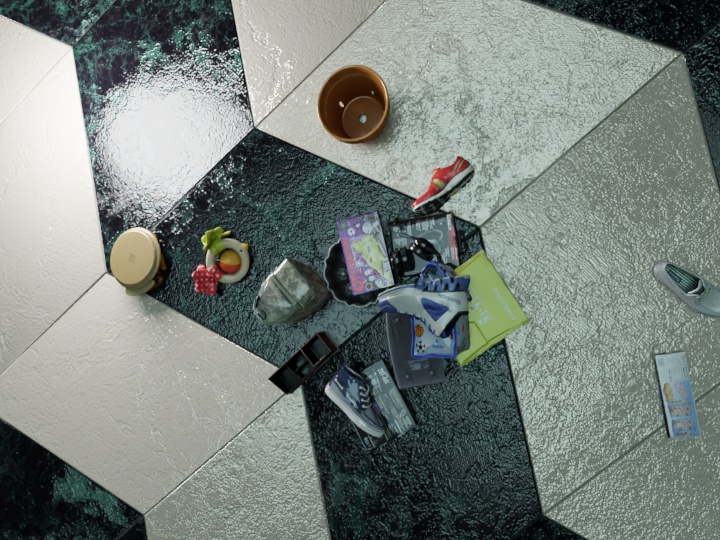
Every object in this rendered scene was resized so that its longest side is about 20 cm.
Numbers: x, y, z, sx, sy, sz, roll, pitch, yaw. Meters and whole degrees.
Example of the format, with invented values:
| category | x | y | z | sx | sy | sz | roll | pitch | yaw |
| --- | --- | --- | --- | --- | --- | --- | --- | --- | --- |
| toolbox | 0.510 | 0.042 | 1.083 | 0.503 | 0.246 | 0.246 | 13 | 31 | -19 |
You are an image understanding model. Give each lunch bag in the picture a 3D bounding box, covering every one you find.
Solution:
| category | x | y | z | sx | sy | sz | roll | pitch | yaw |
| --- | --- | --- | --- | --- | --- | --- | --- | --- | --- |
| lunch bag | 0.182 | 0.085 | 1.216 | 0.121 | 0.169 | 0.206 | -4 | 86 | 20 |
| lunch bag | -0.192 | 0.073 | 1.495 | 0.139 | 0.200 | 0.168 | 44 | 96 | 12 |

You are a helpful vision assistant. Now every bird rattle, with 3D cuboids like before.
| category | x | y | z | sx | sy | sz | roll | pitch | yaw |
| --- | --- | --- | --- | --- | --- | --- | --- | --- | --- |
| bird rattle | -0.407 | -0.023 | 1.607 | 0.159 | 0.113 | 0.205 | 8 | 92 | -3 |

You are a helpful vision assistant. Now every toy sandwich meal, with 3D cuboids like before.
| category | x | y | z | sx | sy | sz | roll | pitch | yaw |
| --- | --- | --- | --- | --- | --- | --- | --- | --- | --- |
| toy sandwich meal | -0.679 | -0.029 | 1.689 | 0.200 | 0.070 | 0.211 | -2 | 83 | 16 |

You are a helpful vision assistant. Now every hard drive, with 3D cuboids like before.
| category | x | y | z | sx | sy | sz | roll | pitch | yaw |
| --- | --- | --- | --- | --- | --- | --- | --- | --- | --- |
| hard drive | 0.139 | 0.202 | 1.420 | 0.131 | 0.043 | 0.205 | -8 | 67 | -5 |

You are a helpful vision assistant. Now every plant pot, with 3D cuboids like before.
| category | x | y | z | sx | sy | sz | roll | pitch | yaw |
| --- | --- | --- | --- | --- | --- | --- | --- | --- | --- |
| plant pot | -0.006 | -0.437 | 1.505 | 0.195 | 0.140 | 0.206 | -1 | 87 | 14 |

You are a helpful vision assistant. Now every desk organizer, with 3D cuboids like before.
| category | x | y | z | sx | sy | sz | roll | pitch | yaw |
| --- | --- | --- | --- | --- | --- | --- | --- | --- | --- |
| desk organizer | -0.161 | 0.262 | 1.541 | 0.200 | 0.077 | 0.072 | -43 | 79 | 8 |

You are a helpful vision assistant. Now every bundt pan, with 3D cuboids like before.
| category | x | y | z | sx | sy | sz | roll | pitch | yaw |
| --- | --- | --- | --- | --- | --- | --- | --- | --- | --- |
| bundt pan | 0.000 | 0.000 | 1.515 | 0.197 | 0.076 | 0.208 | -1 | 87 | 13 |

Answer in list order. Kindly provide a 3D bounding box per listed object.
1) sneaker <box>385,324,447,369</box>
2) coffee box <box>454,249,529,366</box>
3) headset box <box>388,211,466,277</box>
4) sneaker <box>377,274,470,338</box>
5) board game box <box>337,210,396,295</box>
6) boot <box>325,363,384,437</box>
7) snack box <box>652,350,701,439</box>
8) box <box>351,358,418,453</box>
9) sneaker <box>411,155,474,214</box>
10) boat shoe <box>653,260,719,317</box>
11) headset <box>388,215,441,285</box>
| category | x | y | z | sx | sy | sz | roll | pitch | yaw |
| --- | --- | --- | --- | --- | --- | --- | --- | --- | --- |
| sneaker | 0.153 | 0.206 | 1.483 | 0.081 | 0.074 | 0.200 | -37 | 73 | -21 |
| coffee box | 0.284 | 0.093 | 1.380 | 0.198 | 0.198 | 0.202 | -35 | 80 | 9 |
| headset box | 0.184 | -0.068 | 1.474 | 0.195 | 0.077 | 0.153 | -9 | 86 | 12 |
| sneaker | 0.133 | 0.083 | 1.104 | 0.195 | 0.080 | 0.118 | -12 | 81 | 23 |
| board game box | 0.015 | -0.046 | 1.462 | 0.117 | 0.032 | 0.205 | -16 | 84 | 17 |
| boot | 0.000 | 0.344 | 1.454 | 0.199 | 0.073 | 0.091 | 38 | 103 | 14 |
| snack box | 0.773 | 0.304 | 1.341 | 0.070 | 0.024 | 0.205 | -9 | 85 | 12 |
| box | 0.044 | 0.369 | 1.503 | 0.158 | 0.043 | 0.203 | -31 | 81 | 10 |
| sneaker | 0.214 | -0.231 | 1.486 | 0.198 | 0.077 | 0.086 | -37 | 69 | 2 |
| boat shoe | 0.805 | 0.049 | 1.323 | 0.198 | 0.067 | 0.075 | 32 | 95 | 13 |
| headset | 0.132 | -0.045 | 1.424 | 0.122 | 0.094 | 0.203 | -29 | 97 | 7 |
